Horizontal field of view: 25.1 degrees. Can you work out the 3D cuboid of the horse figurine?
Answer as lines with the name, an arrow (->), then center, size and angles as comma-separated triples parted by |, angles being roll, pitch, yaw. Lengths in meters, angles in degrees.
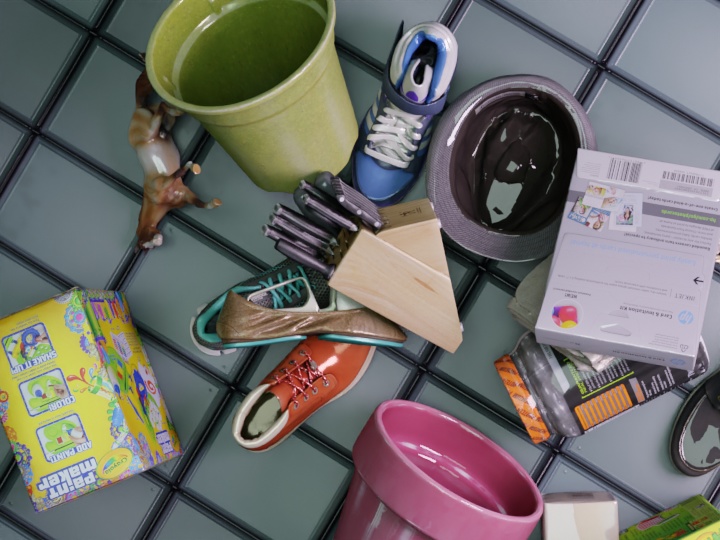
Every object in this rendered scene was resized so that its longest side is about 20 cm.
horse figurine -> -0.209, -0.128, 1.723 | 0.050, 0.132, 0.201 | -11, 87, -39

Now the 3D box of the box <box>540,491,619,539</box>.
box -> 0.228, 0.334, 1.674 | 0.077, 0.095, 0.201 | -3, 90, 4

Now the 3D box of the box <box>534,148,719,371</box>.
box -> 0.266, -0.013, 1.573 | 0.155, 0.041, 0.201 | 10, 65, 14

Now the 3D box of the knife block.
knife block -> 0.000, 0.000, 1.625 | 0.175, 0.064, 0.201 | -14, 113, 0

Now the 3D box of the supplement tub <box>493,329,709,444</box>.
supplement tub -> 0.246, 0.092, 1.664 | 0.199, 0.123, 0.123 | -26, 87, 3

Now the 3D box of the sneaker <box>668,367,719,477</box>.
sneaker -> 0.392, 0.130, 1.659 | 0.075, 0.106, 0.200 | 39, 91, 4

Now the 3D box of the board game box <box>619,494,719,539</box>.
board game box -> 0.317, 0.276, 1.614 | 0.101, 0.200, 0.048 | -27, 87, 3

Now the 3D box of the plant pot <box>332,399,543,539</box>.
plant pot -> 0.060, 0.261, 1.650 | 0.199, 0.200, 0.180 | 30, 107, 5

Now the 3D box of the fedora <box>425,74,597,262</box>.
fedora -> 0.157, -0.103, 1.692 | 0.176, 0.090, 0.201 | 11, 83, 3

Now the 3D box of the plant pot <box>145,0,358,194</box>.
plant pot -> -0.090, -0.182, 1.650 | 0.199, 0.184, 0.201 | -12, 52, 15

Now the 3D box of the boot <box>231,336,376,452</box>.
boot -> -0.058, 0.116, 1.696 | 0.075, 0.107, 0.200 | 44, 90, 7

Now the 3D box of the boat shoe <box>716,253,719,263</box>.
boat shoe -> 0.385, -0.039, 1.683 | 0.199, 0.069, 0.074 | -6, 88, 4

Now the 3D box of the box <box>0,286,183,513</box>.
box -> -0.286, 0.129, 1.665 | 0.121, 0.200, 0.194 | -22, 86, 4

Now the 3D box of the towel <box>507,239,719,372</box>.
towel -> 0.255, 0.005, 1.624 | 0.200, 0.035, 0.132 | -42, 51, -11

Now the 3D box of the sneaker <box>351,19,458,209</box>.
sneaker -> 0.041, -0.163, 1.674 | 0.080, 0.146, 0.201 | 24, 90, 5

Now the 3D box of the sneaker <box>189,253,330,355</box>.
sneaker -> -0.093, 0.032, 1.708 | 0.199, 0.091, 0.078 | -31, 87, 3

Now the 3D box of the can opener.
can opener -> 0.000, -0.017, 1.685 | 0.052, 0.067, 0.200 | -31, 113, 13

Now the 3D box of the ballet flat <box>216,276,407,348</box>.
ballet flat -> -0.048, 0.043, 1.653 | 0.199, 0.068, 0.073 | 0, 86, -10
